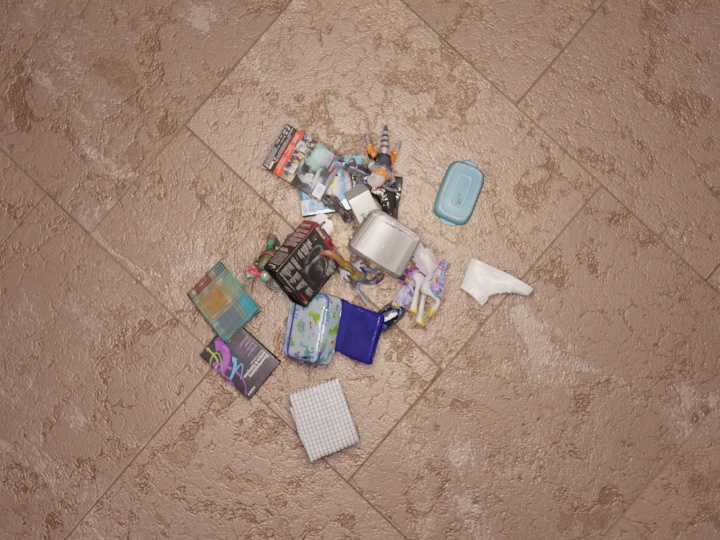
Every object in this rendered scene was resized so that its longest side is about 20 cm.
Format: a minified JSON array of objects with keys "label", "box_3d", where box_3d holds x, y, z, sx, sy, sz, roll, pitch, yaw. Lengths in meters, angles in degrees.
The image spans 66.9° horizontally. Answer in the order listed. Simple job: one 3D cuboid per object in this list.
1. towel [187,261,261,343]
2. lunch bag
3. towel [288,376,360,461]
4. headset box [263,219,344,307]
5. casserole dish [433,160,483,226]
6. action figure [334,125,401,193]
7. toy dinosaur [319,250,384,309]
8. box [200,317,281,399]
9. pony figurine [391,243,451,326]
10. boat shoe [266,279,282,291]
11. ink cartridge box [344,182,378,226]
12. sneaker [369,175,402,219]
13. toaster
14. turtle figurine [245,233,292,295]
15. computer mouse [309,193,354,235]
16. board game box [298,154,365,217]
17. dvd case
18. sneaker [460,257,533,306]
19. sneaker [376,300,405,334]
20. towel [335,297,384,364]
[{"label":"towel","box_3d":[-0.400,0.091,1.589,0.147,0.022,0.200,-44,75,-1]},{"label":"lunch bag","box_3d":[-0.141,0.160,1.546,0.159,0.082,0.205,9,87,41]},{"label":"towel","box_3d":[-0.105,0.420,1.569,0.163,0.086,0.204,-21,90,2]},{"label":"headset box","box_3d":[-0.146,-0.027,1.497,0.201,0.076,0.150,-53,129,-20]},{"label":"casserole dish","box_3d":[0.291,-0.229,1.601,0.119,0.039,0.204,22,90,2]},{"label":"action figure","box_3d":[0.034,-0.310,1.525,0.196,0.105,0.197,16,52,-16]},{"label":"toy dinosaur","box_3d":[0.000,0.000,1.532,0.105,0.181,0.201,-43,81,5]},{"label":"box","box_3d":[-0.350,0.257,1.599,0.199,0.036,0.144,40,89,1]},{"label":"pony figurine","box_3d":[0.166,0.028,1.544,0.192,0.165,0.203,35,68,-24]},{"label":"boat shoe","box_3d":[-0.179,0.022,1.589,0.195,0.060,0.076,-7,88,1]},{"label":"ink cartridge box","box_3d":[0.030,-0.133,1.534,0.066,0.116,0.202,-27,110,1]},{"label":"sneaker","box_3d":[0.065,-0.216,1.595,0.102,0.060,0.204,9,83,-1]},{"label":"toaster","box_3d":[0.071,-0.070,1.436,0.198,0.114,0.131,31,100,-8]},{"label":"turtle figurine","box_3d":[-0.246,-0.018,1.532,0.146,0.102,0.202,12,50,6]},{"label":"computer mouse","box_3d":[-0.114,-0.122,1.562,0.110,0.044,0.200,46,115,5]},{"label":"board game box","box_3d":[-0.082,-0.247,1.602,0.195,0.047,0.155,-8,89,1]},{"label":"dvd case","box_3d":[-0.165,-0.311,1.572,0.198,0.022,0.148,30,87,4]},{"label":"sneaker","box_3d":[0.389,0.056,1.579,0.197,0.074,0.118,24,91,11]},{"label":"sneaker","box_3d":[0.046,0.154,1.574,0.199,0.078,0.076,-41,88,0]},{"label":"towel","box_3d":[-0.030,0.167,1.554,0.197,0.049,0.151,18,94,31]}]
